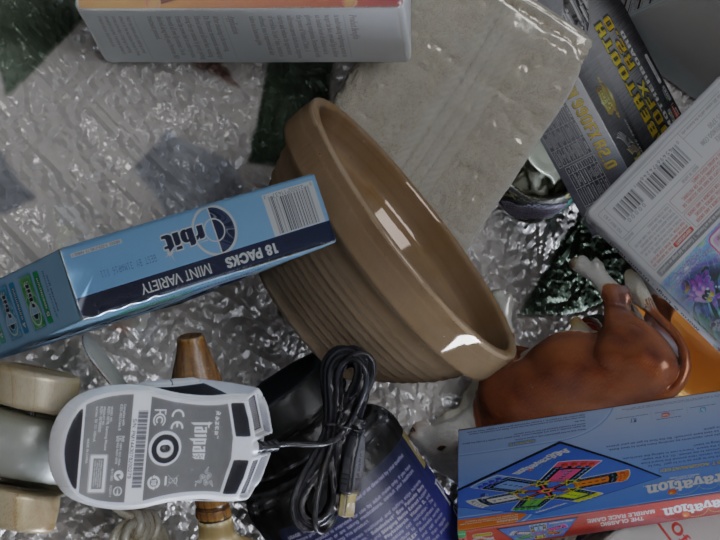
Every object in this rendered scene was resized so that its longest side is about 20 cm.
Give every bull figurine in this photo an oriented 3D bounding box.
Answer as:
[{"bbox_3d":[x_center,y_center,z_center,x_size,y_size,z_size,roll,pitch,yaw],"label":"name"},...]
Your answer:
[{"bbox_3d":[0.124,0.067,1.560,0.065,0.199,0.122,38,39,-55],"label":"bull figurine"}]

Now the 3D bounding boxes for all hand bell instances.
[{"bbox_3d":[-0.087,0.135,1.404,0.103,0.104,0.202,-14,105,-32],"label":"hand bell"}]

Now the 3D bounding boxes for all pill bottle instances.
[{"bbox_3d":[-0.001,0.156,1.481,0.112,0.112,0.201,-39,101,-31],"label":"pill bottle"}]

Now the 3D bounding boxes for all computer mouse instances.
[{"bbox_3d":[-0.088,0.094,1.349,0.198,0.044,0.111,4,98,-27],"label":"computer mouse"}]

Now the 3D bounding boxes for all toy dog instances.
[{"bbox_3d":[-0.177,0.101,1.397,0.133,0.096,0.200,-66,149,-13],"label":"toy dog"}]

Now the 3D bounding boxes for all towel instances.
[{"bbox_3d":[0.049,-0.101,1.546,0.132,0.034,0.201,33,101,-6],"label":"towel"}]

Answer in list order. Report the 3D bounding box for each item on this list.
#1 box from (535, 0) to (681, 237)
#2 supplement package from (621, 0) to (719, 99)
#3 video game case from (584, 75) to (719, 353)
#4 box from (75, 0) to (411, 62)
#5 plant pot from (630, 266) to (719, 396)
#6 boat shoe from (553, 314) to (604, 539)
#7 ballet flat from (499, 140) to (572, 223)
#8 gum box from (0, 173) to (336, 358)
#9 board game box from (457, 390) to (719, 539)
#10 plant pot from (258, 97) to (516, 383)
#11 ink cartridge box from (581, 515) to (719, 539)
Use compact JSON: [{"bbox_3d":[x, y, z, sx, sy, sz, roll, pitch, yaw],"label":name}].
[{"bbox_3d":[0.152,-0.140,1.631,0.201,0.048,0.158,61,26,-5],"label":"box"},{"bbox_3d":[0.320,-0.208,1.700,0.191,0.200,0.148,31,65,-22],"label":"supplement package"},{"bbox_3d":[0.276,-0.042,1.527,0.200,0.024,0.182,-44,82,-7],"label":"video game case"},{"bbox_3d":[-0.067,-0.217,1.471,0.198,0.106,0.154,0,77,4],"label":"box"},{"bbox_3d":[0.301,-0.021,1.668,0.200,0.200,0.184,39,46,-18],"label":"plant pot"},{"bbox_3d":[0.144,0.124,1.601,0.062,0.071,0.202,15,78,-32],"label":"boat shoe"},{"bbox_3d":[0.081,-0.117,1.613,0.200,0.072,0.072,48,60,-14],"label":"ballet flat"},{"bbox_3d":[-0.136,0.004,1.379,0.169,0.200,0.045,-18,88,-32],"label":"gum box"},{"bbox_3d":[0.158,0.121,1.469,0.103,0.198,0.020,-85,163,-57],"label":"board game box"},{"bbox_3d":[0.000,0.000,1.450,0.092,0.201,0.201,-37,103,10],"label":"plant pot"},{"bbox_3d":[0.169,0.217,1.456,0.200,0.067,0.117,-35,89,-30],"label":"ink cartridge box"}]
